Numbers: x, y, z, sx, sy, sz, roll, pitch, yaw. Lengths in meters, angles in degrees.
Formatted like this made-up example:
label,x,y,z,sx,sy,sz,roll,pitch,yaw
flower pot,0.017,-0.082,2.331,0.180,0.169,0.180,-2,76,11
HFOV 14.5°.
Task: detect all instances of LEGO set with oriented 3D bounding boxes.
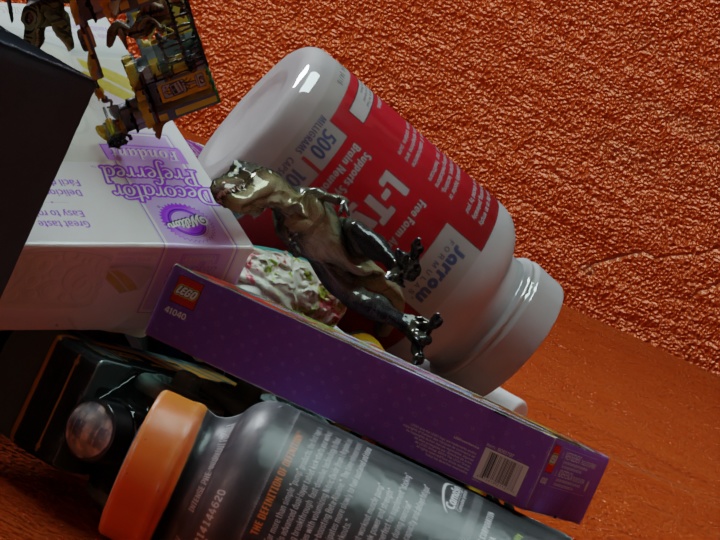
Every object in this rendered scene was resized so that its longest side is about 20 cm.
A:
label,x,y,z,sx,sy,sz,roll,pitch,yaw
LEGO set,-0.148,-0.140,1.351,0.200,0.116,0.154,82,-13,-78

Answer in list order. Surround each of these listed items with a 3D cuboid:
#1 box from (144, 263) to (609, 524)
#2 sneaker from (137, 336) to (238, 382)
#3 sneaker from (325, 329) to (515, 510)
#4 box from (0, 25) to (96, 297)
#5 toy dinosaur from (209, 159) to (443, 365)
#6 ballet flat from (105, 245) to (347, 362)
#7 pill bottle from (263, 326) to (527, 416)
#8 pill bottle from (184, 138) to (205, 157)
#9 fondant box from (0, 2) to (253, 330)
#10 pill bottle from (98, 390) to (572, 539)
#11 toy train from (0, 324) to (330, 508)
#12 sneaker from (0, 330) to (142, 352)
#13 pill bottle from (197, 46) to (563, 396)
label,x,y,z,sx,sy,sz,roll,pitch,yaw
box,0.011,0.059,1.339,0.200,0.039,0.137,24,-1,16
sneaker,-0.080,0.004,1.592,0.070,0.200,0.078,9,-31,8
sneaker,0.041,0.120,1.502,0.090,0.070,0.200,37,-14,51
box,-0.256,-0.046,1.308,0.124,0.200,0.197,19,9,-45
toy dinosaur,0.000,0.000,1.433,0.088,0.047,0.200,31,-9,37
ballet flat,-0.101,0.015,1.482,0.200,0.076,0.064,13,38,-16
pill bottle,-0.011,0.074,1.663,0.200,0.114,0.113,27,7,14
pill bottle,-0.143,-0.033,1.688,0.112,0.112,0.200,28,5,26
fondant box,-0.161,-0.055,1.417,0.144,0.058,0.200,0,41,-36
pill bottle,-0.014,0.125,1.259,0.200,0.106,0.106,25,6,1
toy train,-0.097,0.079,1.418,0.114,0.085,0.200,29,7,31
sneaker,-0.167,0.035,1.574,0.200,0.072,0.083,30,7,41
pill bottle,0.011,-0.021,1.567,0.200,0.112,0.112,40,2,-14
